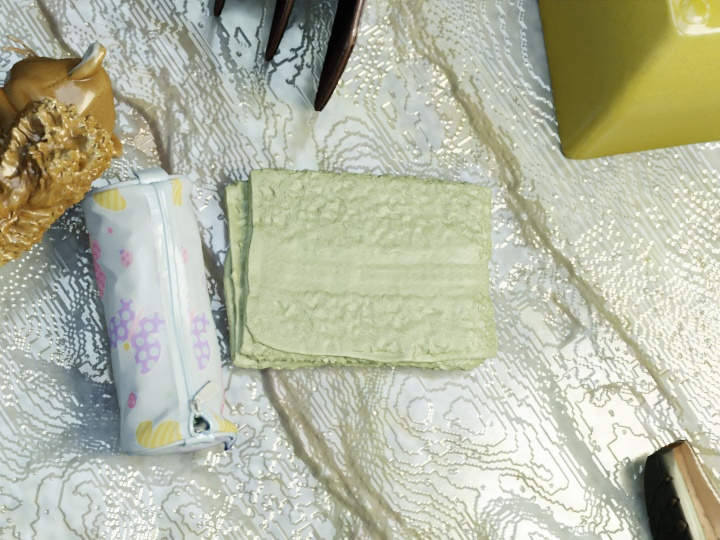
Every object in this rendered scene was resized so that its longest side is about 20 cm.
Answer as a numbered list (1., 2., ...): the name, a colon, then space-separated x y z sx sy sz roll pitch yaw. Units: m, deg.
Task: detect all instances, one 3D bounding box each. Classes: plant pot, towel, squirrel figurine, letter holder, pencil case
1. plant pot: 0.244 -0.204 1.695 0.194 0.200 0.195 -7 82 -8
2. towel: 0.000 0.000 1.710 0.199 0.036 0.149 1 80 -7
3. squirrel figurine: -0.238 -0.079 1.619 0.186 0.200 0.142 -23 125 -27
4. letter holder: -0.049 -0.200 1.652 0.100 0.200 0.143 12 79 -6
5. pencil case: -0.142 0.033 1.656 0.083 0.091 0.201 -9 81 -9

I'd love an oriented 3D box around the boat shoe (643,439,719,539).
1. boat shoe: 0.268 0.214 1.698 0.074 0.076 0.201 -23 92 -16
